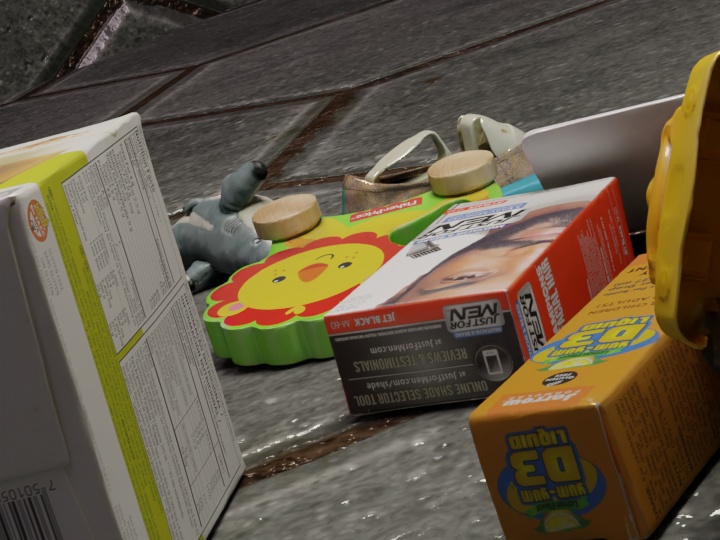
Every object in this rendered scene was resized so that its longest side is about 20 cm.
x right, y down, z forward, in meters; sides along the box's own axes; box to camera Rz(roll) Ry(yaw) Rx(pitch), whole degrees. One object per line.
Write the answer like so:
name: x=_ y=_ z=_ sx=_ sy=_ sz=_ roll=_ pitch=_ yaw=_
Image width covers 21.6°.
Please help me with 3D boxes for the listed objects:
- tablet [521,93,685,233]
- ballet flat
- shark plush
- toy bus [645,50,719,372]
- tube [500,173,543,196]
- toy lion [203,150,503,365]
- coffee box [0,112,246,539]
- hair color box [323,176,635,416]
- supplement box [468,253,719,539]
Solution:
tablet: x=0.209 y=-0.068 z=1.142 sx=0.200 sy=0.130 sz=0.014 roll=-13 pitch=57 yaw=18
ballet flat: x=0.074 y=-0.078 z=1.410 sx=0.200 sy=0.067 sz=0.068 roll=-23 pitch=15 yaw=-24
shark plush: x=-0.123 y=-0.019 z=1.425 sx=0.200 sy=0.091 sz=0.083 roll=-3 pitch=48 yaw=30
toy bus: x=0.196 y=-0.020 z=0.790 sx=0.200 sy=0.136 sz=0.192 roll=9 pitch=2 yaw=-15
tube: x=0.166 y=-0.066 z=1.302 sx=0.200 sy=0.050 sz=0.077 roll=-13 pitch=-4 yaw=27
toy lion: x=0.000 y=0.000 z=1.220 sx=0.200 sy=0.069 sz=0.192 roll=-15 pitch=20 yaw=8
coffee box: x=-0.191 y=0.059 z=0.891 sx=0.199 sy=0.200 sz=0.198 roll=-13 pitch=13 yaw=12
hair color box: x=0.073 y=0.011 z=1.063 sx=0.111 sy=0.064 sz=0.200 roll=-9 pitch=17 yaw=27
supplement box: x=0.124 y=0.050 z=0.835 sx=0.066 sy=0.069 sz=0.200 roll=-11 pitch=17 yaw=33
